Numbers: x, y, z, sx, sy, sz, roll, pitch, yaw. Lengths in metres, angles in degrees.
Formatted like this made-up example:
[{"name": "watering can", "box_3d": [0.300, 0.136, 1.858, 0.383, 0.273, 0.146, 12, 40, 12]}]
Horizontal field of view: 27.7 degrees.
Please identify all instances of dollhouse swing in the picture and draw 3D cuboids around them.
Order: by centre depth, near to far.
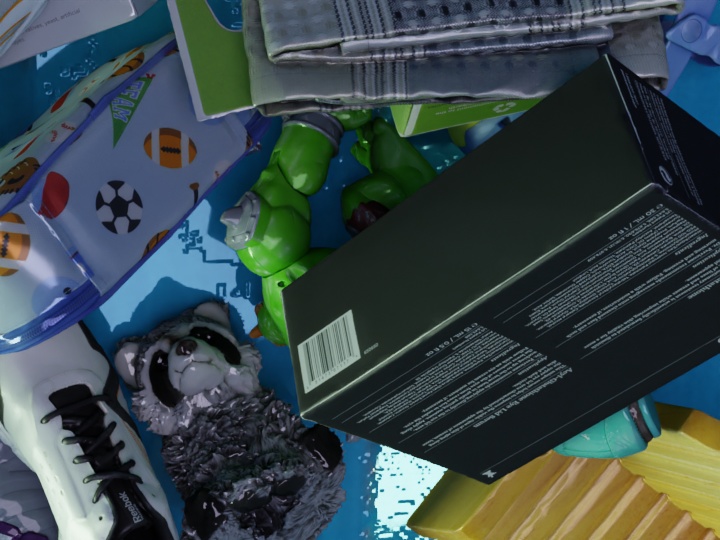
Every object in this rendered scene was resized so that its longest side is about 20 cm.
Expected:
[{"name": "dollhouse swing", "box_3d": [0.169, 0.170, 0.837, 0.200, 0.176, 0.182, 38, 93, -19]}]

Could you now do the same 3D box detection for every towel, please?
[{"name": "towel", "box_3d": [0.039, -0.165, 0.650, 0.192, 0.035, 0.201, -4, 73, -7]}]

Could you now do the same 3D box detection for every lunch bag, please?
[{"name": "lunch bag", "box_3d": [-0.141, -0.038, 0.708, 0.200, 0.160, 0.076, -47, 111, -36]}]

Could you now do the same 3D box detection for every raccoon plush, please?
[{"name": "raccoon plush", "box_3d": [-0.087, 0.116, 0.832, 0.096, 0.134, 0.200, -17, 140, -30]}]

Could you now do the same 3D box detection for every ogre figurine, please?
[{"name": "ogre figurine", "box_3d": [0.000, 0.000, 0.789, 0.120, 0.098, 0.201, -36, 121, -30]}]

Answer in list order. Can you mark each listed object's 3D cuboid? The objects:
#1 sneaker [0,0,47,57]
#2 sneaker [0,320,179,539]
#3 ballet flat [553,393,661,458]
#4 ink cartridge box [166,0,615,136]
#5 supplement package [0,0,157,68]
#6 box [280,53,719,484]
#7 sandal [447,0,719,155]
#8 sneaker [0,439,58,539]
[{"name": "sneaker", "box_3d": [-0.170, -0.097, 0.568, 0.075, 0.092, 0.201, 24, 109, -5]}, {"name": "sneaker", "box_3d": [-0.135, 0.099, 0.752, 0.074, 0.080, 0.201, -24, 92, -29]}, {"name": "ballet flat", "box_3d": [0.113, 0.016, 0.798, 0.070, 0.201, 0.067, -16, 137, 17]}, {"name": "ink cartridge box", "box_3d": [0.004, -0.142, 0.698, 0.199, 0.076, 0.148, -13, 74, -8]}, {"name": "supplement package", "box_3d": [-0.190, -0.197, 0.664, 0.150, 0.152, 0.201, -18, 107, 9]}, {"name": "box", "box_3d": [0.083, 0.010, 0.673, 0.200, 0.079, 0.141, -35, 137, 29]}, {"name": "sandal", "box_3d": [0.141, -0.116, 0.814, 0.200, 0.080, 0.087, -31, 111, -2]}, {"name": "sneaker", "box_3d": [-0.167, 0.123, 0.806, 0.199, 0.074, 0.088, 27, 92, -16]}]
